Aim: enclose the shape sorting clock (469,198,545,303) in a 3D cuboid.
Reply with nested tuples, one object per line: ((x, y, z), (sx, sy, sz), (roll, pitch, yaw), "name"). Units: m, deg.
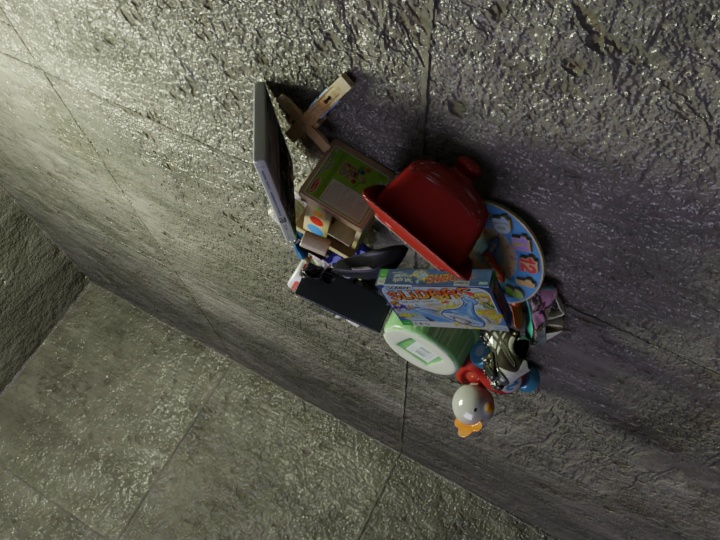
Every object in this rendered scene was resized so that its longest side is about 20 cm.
((0.215, -0.028, 1.015), (0.198, 0.039, 0.202), (27, 139, 26), "shape sorting clock")

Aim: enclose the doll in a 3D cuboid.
((-0.067, -0.062, 1.196), (0.198, 0.137, 0.049), (27, -160, -13), "doll")

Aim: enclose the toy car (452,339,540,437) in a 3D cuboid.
((0.272, 0.278, 1.356), (0.183, 0.202, 0.176), (29, 161, -31), "toy car")

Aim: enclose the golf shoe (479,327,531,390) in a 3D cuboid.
((0.284, 0.142, 1.181), (0.094, 0.201, 0.078), (-25, 124, 22), "golf shoe")

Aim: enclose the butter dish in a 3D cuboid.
((0.123, -0.104, 0.912), (0.199, 0.148, 0.199), (39, -165, 3), "butter dish")

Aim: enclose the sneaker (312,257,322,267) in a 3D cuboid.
((-0.060, -0.055, 1.320), (0.099, 0.070, 0.201), (8, 148, 37), "sneaker")

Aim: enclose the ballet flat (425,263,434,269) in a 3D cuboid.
((0.161, 0.027, 1.146), (0.046, 0.068, 0.200), (16, -172, -13), "ballet flat")

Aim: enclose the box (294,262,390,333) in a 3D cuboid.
((-0.038, 0.061, 1.328), (0.198, 0.080, 0.141), (25, 173, -2), "box")

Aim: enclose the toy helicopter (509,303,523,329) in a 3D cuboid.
((0.239, 0.030, 1.117), (0.131, 0.079, 0.202), (21, 143, 38), "toy helicopter")

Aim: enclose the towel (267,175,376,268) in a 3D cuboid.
((-0.073, -0.092, 1.226), (0.132, 0.035, 0.200), (-35, 115, 21), "towel")

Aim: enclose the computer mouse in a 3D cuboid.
((0.000, 0.000, 1.098), (0.197, 0.047, 0.140), (-13, 174, 14), "computer mouse")

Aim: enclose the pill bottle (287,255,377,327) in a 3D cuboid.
((-0.065, 0.042, 1.461), (0.199, 0.115, 0.114), (33, 157, -4), "pill bottle")

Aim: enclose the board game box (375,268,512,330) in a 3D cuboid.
((0.140, 0.048, 1.014), (0.198, 0.035, 0.136), (0, 145, 31), "board game box")

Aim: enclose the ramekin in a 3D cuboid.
((0.143, 0.132, 1.274), (0.198, 0.098, 0.201), (26, 156, 12), "ramekin")

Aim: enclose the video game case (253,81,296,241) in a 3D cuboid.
((-0.143, -0.182, 1.021), (0.023, 0.202, 0.183), (-12, 141, 4), "video game case")

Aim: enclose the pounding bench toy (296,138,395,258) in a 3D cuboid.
((-0.050, -0.089, 1.071), (0.123, 0.201, 0.156), (30, 156, 2), "pounding bench toy")

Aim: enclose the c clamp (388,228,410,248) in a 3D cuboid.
((0.095, -0.044, 1.061), (0.170, 0.027, 0.200), (41, -177, 11), "c clamp")

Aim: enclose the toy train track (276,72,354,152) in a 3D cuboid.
((-0.064, -0.260, 0.970), (0.115, 0.033, 0.199), (46, 148, -13), "toy train track")

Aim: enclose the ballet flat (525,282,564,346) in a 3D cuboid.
((0.339, 0.085, 1.120), (0.070, 0.070, 0.201), (-4, 146, 12), "ballet flat")
